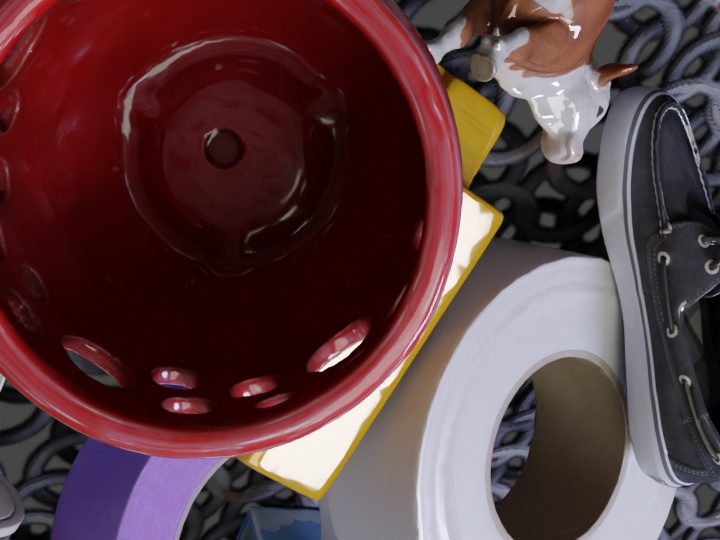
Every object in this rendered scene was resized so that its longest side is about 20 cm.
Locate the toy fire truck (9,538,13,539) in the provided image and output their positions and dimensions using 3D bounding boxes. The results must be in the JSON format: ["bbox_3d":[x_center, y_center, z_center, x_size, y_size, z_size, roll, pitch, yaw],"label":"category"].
[{"bbox_3d":[-0.184,0.166,1.104,0.140,0.049,0.201,3,129,-25],"label":"toy fire truck"}]

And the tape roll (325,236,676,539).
[{"bbox_3d":[0.078,0.086,1.052,0.202,0.071,0.204,-9,104,-41],"label":"tape roll"}]

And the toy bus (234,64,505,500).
[{"bbox_3d":[0.000,0.000,0.972,0.065,0.078,0.201,31,93,-36],"label":"toy bus"}]

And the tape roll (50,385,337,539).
[{"bbox_3d":[-0.055,0.144,1.048,0.199,0.065,0.202,-2,94,-36],"label":"tape roll"}]

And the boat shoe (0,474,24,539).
[{"bbox_3d":[-0.258,0.112,0.964,0.199,0.073,0.063,9,121,-23],"label":"boat shoe"}]

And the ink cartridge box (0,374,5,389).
[{"bbox_3d":[-0.257,0.011,0.908,0.199,0.083,0.147,8,127,-28],"label":"ink cartridge box"}]

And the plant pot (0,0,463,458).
[{"bbox_3d":[-0.057,-0.039,0.838,0.199,0.183,0.202,0,97,3],"label":"plant pot"}]

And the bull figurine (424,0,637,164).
[{"bbox_3d":[0.082,-0.133,0.918,0.121,0.065,0.201,-29,138,-45],"label":"bull figurine"}]

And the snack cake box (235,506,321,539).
[{"bbox_3d":[0.014,0.203,1.207,0.199,0.067,0.115,7,126,-27],"label":"snack cake box"}]

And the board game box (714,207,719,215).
[{"bbox_3d":[0.233,0.087,1.097,0.056,0.200,0.166,-21,134,-6],"label":"board game box"}]

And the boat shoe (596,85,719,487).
[{"bbox_3d":[0.164,0.008,1.022,0.070,0.066,0.202,-6,93,-48],"label":"boat shoe"}]
